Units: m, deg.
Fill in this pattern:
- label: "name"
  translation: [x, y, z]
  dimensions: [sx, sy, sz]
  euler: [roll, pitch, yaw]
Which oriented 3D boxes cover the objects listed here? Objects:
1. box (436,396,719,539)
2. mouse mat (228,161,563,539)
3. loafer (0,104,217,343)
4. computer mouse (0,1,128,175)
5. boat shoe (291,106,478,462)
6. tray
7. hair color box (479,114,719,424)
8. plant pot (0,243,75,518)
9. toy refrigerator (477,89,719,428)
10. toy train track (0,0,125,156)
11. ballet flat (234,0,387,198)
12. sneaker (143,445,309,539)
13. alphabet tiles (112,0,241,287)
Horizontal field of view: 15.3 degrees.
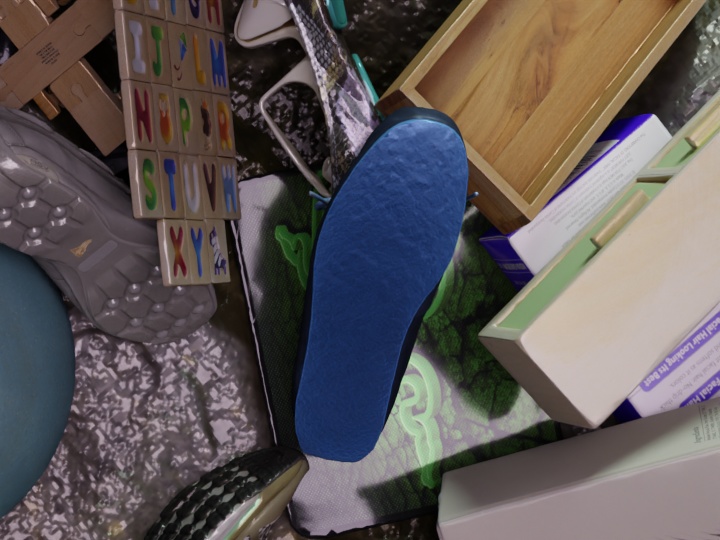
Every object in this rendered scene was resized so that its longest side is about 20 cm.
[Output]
- label: "box"
  translation: [0.143, 0.122, 1.391]
  dimensions: [0.199, 0.082, 0.069]
  euler: [-16, 103, 9]
- label: "mouse mat"
  translation: [0.021, 0.035, 1.455]
  dimensions: [0.160, 0.008, 0.201]
  euler: [-12, 92, -11]
- label: "loafer"
  translation: [-0.140, -0.026, 1.358]
  dimensions: [0.070, 0.070, 0.200]
  euler: [-34, 141, 10]
- label: "computer mouse"
  translation: [-0.194, -0.102, 1.395]
  dimensions: [0.199, 0.046, 0.141]
  euler: [-17, 97, -17]
- label: "boat shoe"
  translation: [0.000, 0.000, 1.381]
  dimensions: [0.084, 0.069, 0.201]
  euler: [20, 115, -8]
- label: "tray"
  translation: [0.104, -0.125, 1.427]
  dimensions: [0.099, 0.037, 0.200]
  euler: [44, 64, -10]
- label: "hair color box"
  translation: [0.170, 0.027, 1.455]
  dimensions: [0.109, 0.065, 0.200]
  euler: [-39, 97, -10]
- label: "plant pot"
  translation: [-0.236, 0.050, 1.338]
  dimensions: [0.199, 0.135, 0.201]
  euler: [0, 90, -12]
- label: "toy refrigerator"
  translation: [0.156, -0.014, 1.381]
  dimensions: [0.200, 0.076, 0.070]
  euler: [-44, 99, -8]
- label: "toy train track"
  translation: [-0.179, -0.146, 1.354]
  dimensions: [0.115, 0.033, 0.200]
  euler: [-36, 97, 23]
- label: "ballet flat"
  translation: [-0.028, -0.115, 1.414]
  dimensions: [0.072, 0.072, 0.201]
  euler: [-20, 91, -11]
- label: "sneaker"
  translation: [-0.081, 0.183, 1.411]
  dimensions: [0.089, 0.077, 0.200]
  euler: [38, 88, -22]
- label: "alphabet tiles"
  translation: [-0.092, -0.092, 1.355]
  dimensions: [0.006, 0.166, 0.201]
  euler: [-6, 89, 15]
